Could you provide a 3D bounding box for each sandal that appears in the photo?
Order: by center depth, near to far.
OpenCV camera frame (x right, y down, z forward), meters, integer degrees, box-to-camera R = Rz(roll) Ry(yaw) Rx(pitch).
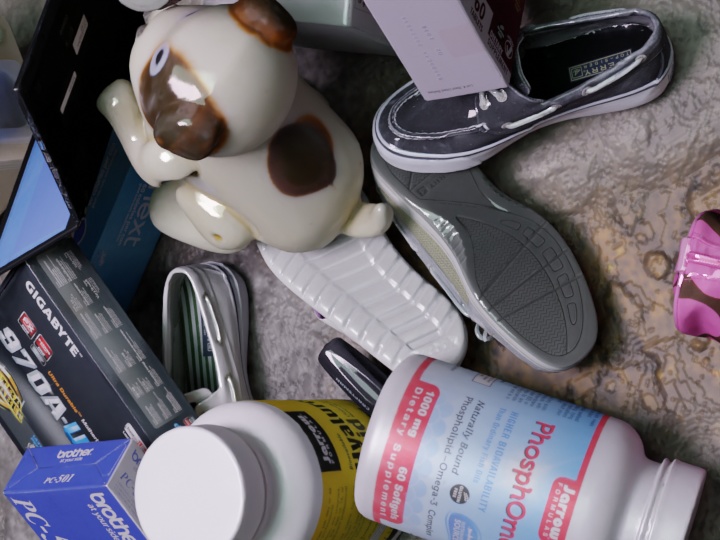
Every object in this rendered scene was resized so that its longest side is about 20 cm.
[{"bbox_3d":[-0.006,0.004,1.214,0.082,0.050,0.203,-37,66,-6],"label":"sandal"}]

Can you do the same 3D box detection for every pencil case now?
[{"bbox_3d":[0.272,0.027,1.031,0.199,0.093,0.092,20,97,30],"label":"pencil case"}]

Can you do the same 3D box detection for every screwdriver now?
[{"bbox_3d":[0.046,0.120,1.183,0.200,0.028,0.029,47,125,9],"label":"screwdriver"}]

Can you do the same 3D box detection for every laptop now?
[{"bbox_3d":[-0.213,-0.118,1.184,0.102,0.201,0.178,2,54,13],"label":"laptop"}]

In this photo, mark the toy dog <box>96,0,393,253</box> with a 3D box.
[{"bbox_3d":[-0.080,-0.089,1.130,0.140,0.200,0.194,-46,63,-8],"label":"toy dog"}]

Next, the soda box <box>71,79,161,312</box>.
[{"bbox_3d":[-0.179,-0.061,1.310,0.064,0.068,0.201,31,102,29],"label":"soda box"}]

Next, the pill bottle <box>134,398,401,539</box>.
[{"bbox_3d":[-0.054,0.139,1.151,0.110,0.199,0.112,-2,87,29],"label":"pill bottle"}]

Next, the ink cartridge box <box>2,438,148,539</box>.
[{"bbox_3d":[-0.147,0.199,1.216,0.093,0.201,0.044,-7,39,32],"label":"ink cartridge box"}]

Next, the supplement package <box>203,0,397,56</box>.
[{"bbox_3d":[-0.015,-0.253,1.199,0.116,0.117,0.202,9,91,29],"label":"supplement package"}]

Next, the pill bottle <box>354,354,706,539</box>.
[{"bbox_3d":[0.105,0.130,1.099,0.198,0.109,0.110,17,96,14],"label":"pill bottle"}]

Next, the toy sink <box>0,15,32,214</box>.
[{"bbox_3d":[-0.311,-0.114,1.341,0.200,0.111,0.131,-41,67,42],"label":"toy sink"}]

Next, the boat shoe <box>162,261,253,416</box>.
[{"bbox_3d":[-0.114,0.094,1.264,0.073,0.067,0.202,-13,81,29],"label":"boat shoe"}]

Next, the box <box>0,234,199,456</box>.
[{"bbox_3d":[-0.192,0.097,1.263,0.201,0.046,0.159,54,139,8],"label":"box"}]

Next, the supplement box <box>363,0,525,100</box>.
[{"bbox_3d":[0.062,-0.217,1.108,0.060,0.109,0.201,-7,51,27],"label":"supplement box"}]

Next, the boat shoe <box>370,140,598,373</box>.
[{"bbox_3d":[0.078,-0.011,1.167,0.074,0.065,0.202,-36,69,-18],"label":"boat shoe"}]

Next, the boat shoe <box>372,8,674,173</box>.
[{"bbox_3d":[0.097,-0.117,1.125,0.198,0.068,0.072,-13,70,13],"label":"boat shoe"}]

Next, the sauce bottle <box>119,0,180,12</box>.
[{"bbox_3d":[-0.126,-0.197,1.098,0.065,0.200,0.067,0,106,-2],"label":"sauce bottle"}]
